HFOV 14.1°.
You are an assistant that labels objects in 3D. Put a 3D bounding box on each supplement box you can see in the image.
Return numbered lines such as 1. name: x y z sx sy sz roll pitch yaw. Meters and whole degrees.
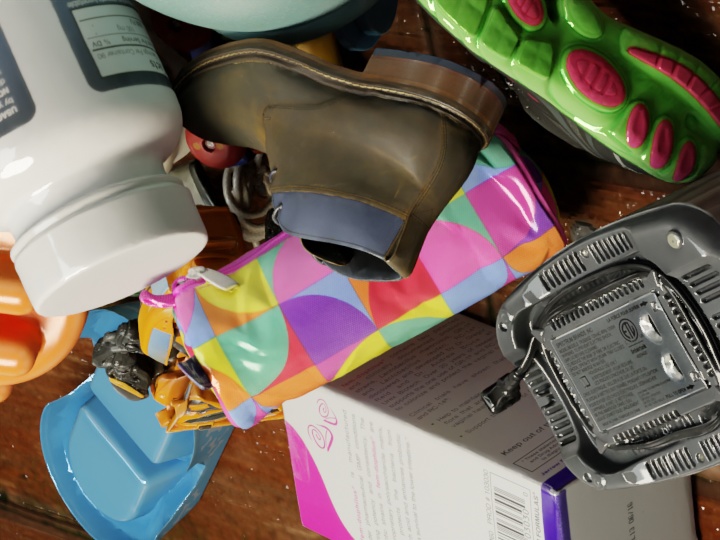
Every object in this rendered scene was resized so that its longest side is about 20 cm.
1. supplement box: 0.063 0.100 1.480 0.200 0.103 0.101 21 130 41

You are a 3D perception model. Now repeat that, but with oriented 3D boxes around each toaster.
1. toaster: 0.155 0.018 1.284 0.114 0.129 0.200 61 145 2

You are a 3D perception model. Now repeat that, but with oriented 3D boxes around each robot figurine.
1. robot figurine: -0.064 0.026 1.540 0.200 0.145 0.058 110 149 -57
2. robot figurine: -0.206 -0.009 1.689 0.117 0.200 0.144 -29 109 13

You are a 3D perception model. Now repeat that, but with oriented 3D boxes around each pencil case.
1. pencil case: 0.000 0.000 1.407 0.088 0.200 0.088 61 -178 -3

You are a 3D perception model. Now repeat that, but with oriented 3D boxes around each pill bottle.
1. pill bottle: -0.154 -0.085 1.398 0.120 0.120 0.200 -42 69 54

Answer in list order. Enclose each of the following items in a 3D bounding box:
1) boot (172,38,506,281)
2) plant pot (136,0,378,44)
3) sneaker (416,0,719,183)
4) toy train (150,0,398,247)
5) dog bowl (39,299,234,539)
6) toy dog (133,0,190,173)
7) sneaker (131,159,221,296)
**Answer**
1. boot: -0.030 -0.050 1.354 0.200 0.097 0.075 3 154 45
2. plant pot: -0.048 -0.190 1.367 0.200 0.200 0.134 32 163 35
3. sneaker: 0.075 -0.106 1.305 0.200 0.077 0.084 43 162 -17
4. toy train: -0.023 -0.080 1.497 0.116 0.085 0.200 5 126 30
5. dog bowl: -0.131 0.091 1.763 0.111 0.050 0.200 48 144 18
6. toy dog: -0.162 -0.114 1.546 0.200 0.194 0.140 44 133 37
7. sneaker: -0.126 -0.012 1.622 0.200 0.089 0.077 133 114 -77
